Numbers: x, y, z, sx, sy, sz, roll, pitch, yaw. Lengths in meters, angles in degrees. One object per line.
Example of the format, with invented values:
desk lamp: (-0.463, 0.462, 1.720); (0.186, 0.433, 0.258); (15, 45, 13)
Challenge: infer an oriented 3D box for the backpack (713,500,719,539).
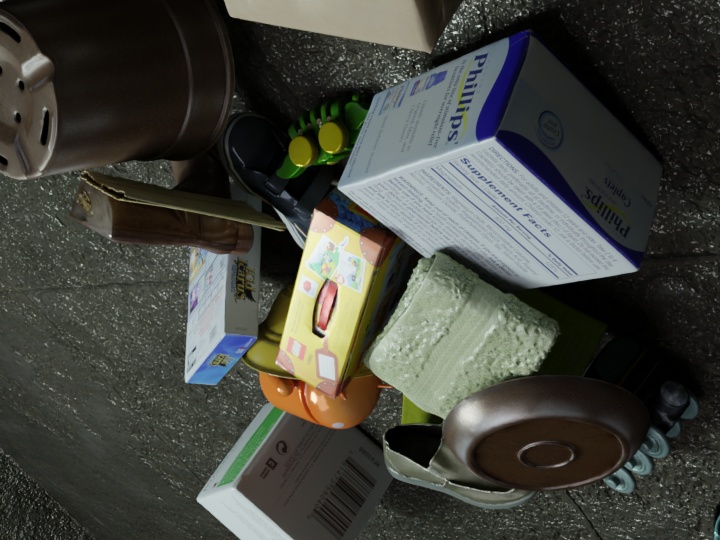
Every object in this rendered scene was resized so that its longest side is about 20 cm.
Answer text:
backpack: (0.414, 0.246, 1.004); (0.152, 0.177, 0.201); (25, 153, 24)

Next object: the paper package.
paper package: (-0.023, -0.277, 0.796); (0.197, 0.104, 0.192); (17, 145, 28)

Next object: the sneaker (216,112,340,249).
sneaker: (-0.065, -0.090, 1.122); (0.079, 0.079, 0.200); (10, 153, 45)

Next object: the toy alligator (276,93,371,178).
toy alligator: (-0.010, -0.143, 1.022); (0.198, 0.059, 0.055); (-20, 87, 35)

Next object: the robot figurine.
robot figurine: (-0.053, 0.136, 1.367); (0.198, 0.117, 0.144); (11, 150, 49)

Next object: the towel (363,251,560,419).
towel: (0.089, 0.075, 0.993); (0.147, 0.037, 0.201); (30, 141, 1)

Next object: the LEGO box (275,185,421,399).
LEGO box: (0.000, 0.000, 1.055); (0.076, 0.149, 0.202); (28, 130, 13)

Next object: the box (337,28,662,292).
box: (0.116, -0.078, 0.894); (0.183, 0.106, 0.199); (36, 153, -28)

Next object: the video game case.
video game case: (-0.165, 0.021, 1.284); (0.045, 0.185, 0.200); (6, 157, -20)

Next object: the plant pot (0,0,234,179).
plant pot: (-0.255, -0.182, 1.000); (0.198, 0.197, 0.204); (15, 115, 34)

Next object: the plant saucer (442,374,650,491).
plant saucer: (0.177, 0.163, 1.019); (0.196, 0.033, 0.202); (1, 145, 1)

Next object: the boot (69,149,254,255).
boot: (-0.229, -0.089, 1.145); (0.187, 0.198, 0.065); (50, 122, 37)

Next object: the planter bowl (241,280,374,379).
planter bowl: (-0.042, 0.057, 1.251); (0.198, 0.199, 0.085); (10, 107, 36)

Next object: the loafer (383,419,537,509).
loafer: (0.105, 0.207, 1.169); (0.197, 0.076, 0.070); (1, 148, 30)

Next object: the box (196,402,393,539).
box: (-0.094, 0.317, 1.591); (0.200, 0.200, 0.171); (42, 150, -9)

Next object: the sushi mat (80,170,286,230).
sushi mat: (-0.173, -0.069, 1.064); (0.198, 0.012, 0.095); (10, -167, -44)

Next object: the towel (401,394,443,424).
towel: (0.083, 0.150, 1.191); (0.085, 0.018, 0.201); (29, 150, 18)

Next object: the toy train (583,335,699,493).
toy train: (0.272, 0.152, 1.118); (0.114, 0.085, 0.201); (40, 152, 16)

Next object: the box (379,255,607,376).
box: (0.133, 0.064, 1.083); (0.198, 0.123, 0.048); (28, 172, 13)
